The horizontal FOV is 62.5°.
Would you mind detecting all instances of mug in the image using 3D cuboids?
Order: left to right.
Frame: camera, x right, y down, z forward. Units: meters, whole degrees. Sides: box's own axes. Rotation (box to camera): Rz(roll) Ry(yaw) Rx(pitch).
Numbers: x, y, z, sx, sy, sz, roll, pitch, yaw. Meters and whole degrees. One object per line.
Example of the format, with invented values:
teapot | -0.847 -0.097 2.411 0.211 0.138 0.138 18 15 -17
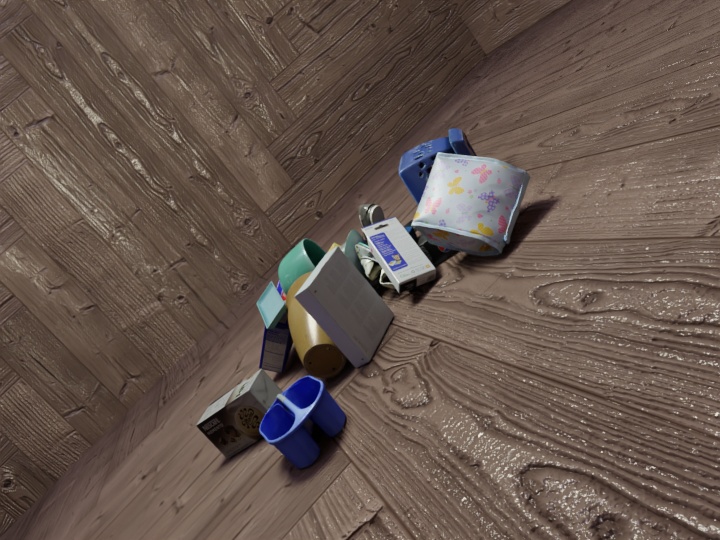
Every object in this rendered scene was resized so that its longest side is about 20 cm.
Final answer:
mug | -0.120 0.027 1.462 0.114 0.184 0.154 -39 39 14

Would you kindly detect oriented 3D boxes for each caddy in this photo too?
caddy | -0.115 0.268 1.093 0.142 0.105 0.199 -47 14 -17

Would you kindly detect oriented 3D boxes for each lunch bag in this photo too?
lunch bag | 0.226 -0.127 1.188 0.196 0.126 0.174 13 78 38

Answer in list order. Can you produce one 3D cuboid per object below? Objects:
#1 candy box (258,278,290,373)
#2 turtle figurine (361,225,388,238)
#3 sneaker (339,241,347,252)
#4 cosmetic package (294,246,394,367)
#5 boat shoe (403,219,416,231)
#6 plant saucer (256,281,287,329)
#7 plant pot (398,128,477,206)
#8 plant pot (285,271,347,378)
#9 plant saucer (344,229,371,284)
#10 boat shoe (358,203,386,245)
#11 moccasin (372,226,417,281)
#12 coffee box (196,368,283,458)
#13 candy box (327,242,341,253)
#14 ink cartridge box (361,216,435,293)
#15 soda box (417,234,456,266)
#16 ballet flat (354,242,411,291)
candy box | -0.205 0.142 1.563 0.203 0.075 0.172 108 176 -46
turtle figurine | 0.024 -0.060 1.752 0.198 0.102 0.149 -38 14 -7
sneaker | -0.025 -0.032 1.582 0.070 0.081 0.200 -37 -5 0
cosmetic package | -0.029 0.075 1.238 0.051 0.201 0.152 -30 16 38
boat shoe | 0.074 -0.076 1.638 0.200 0.064 0.073 -39 -16 14
plant saucer | -0.215 0.084 1.434 0.071 0.019 0.200 -55 23 2
plant pot | 0.221 -0.239 1.512 0.177 0.202 0.201 -30 15 19
plant pot | -0.081 0.136 1.320 0.185 0.186 0.202 -37 29 19
plant saucer | 0.000 0.000 1.505 0.037 0.207 0.202 1 28 15
boat shoe | 0.042 -0.088 1.555 0.056 0.204 0.067 18 47 39
moccasin | 0.094 -0.033 1.522 0.200 0.069 0.079 -45 25 -29
coffee box | -0.262 0.325 1.339 0.198 0.114 0.080 -34 14 29
candy box | -0.104 0.033 1.736 0.201 0.055 0.119 -51 25 36
ink cartridge box | 0.083 -0.040 1.333 0.092 0.038 0.202 -19 49 -15
soda box | 0.220 -0.092 1.329 0.198 0.064 0.071 -35 15 30
ballet flat | 0.051 -0.004 1.377 0.197 0.073 0.072 25 58 33
